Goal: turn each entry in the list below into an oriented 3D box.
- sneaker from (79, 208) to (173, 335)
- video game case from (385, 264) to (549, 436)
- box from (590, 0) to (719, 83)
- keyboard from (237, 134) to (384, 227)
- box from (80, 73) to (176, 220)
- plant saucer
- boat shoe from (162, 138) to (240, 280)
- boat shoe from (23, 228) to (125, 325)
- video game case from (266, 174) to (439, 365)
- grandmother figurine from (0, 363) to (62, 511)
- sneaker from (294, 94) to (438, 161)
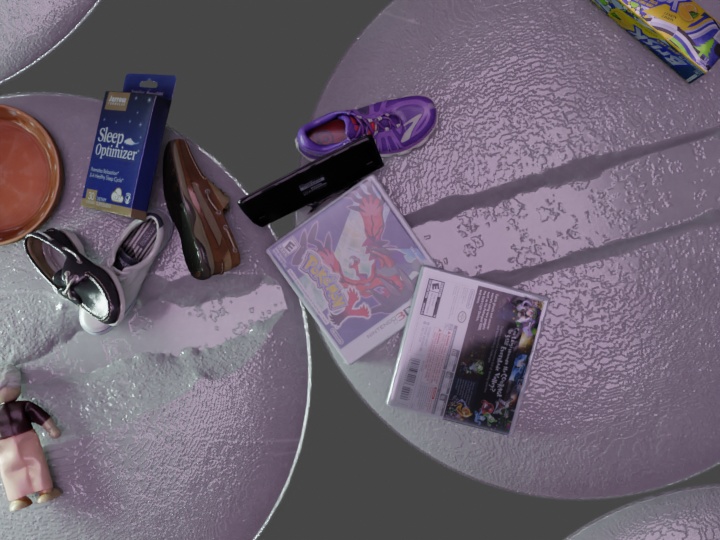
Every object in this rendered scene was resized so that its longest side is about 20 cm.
[{"bbox_3d":[-0.333,-0.001,1.163,0.073,0.071,0.200,30,91,2],"label":"sneaker"},{"bbox_3d":[0.146,0.110,1.154,0.181,0.023,0.200,14,93,-2],"label":"video game case"},{"bbox_3d":[0.399,-0.345,1.133,0.200,0.070,0.064,41,92,2],"label":"box"},{"bbox_3d":[-0.068,-0.124,1.145,0.200,0.104,0.040,-25,61,2],"label":"keyboard"},{"bbox_3d":[-0.319,-0.175,1.153,0.121,0.032,0.200,12,89,39],"label":"box"},{"bbox_3d":[-0.518,-0.135,1.192,0.200,0.032,0.201,0,89,2],"label":"plant saucer"},{"bbox_3d":[-0.220,-0.085,1.166,0.074,0.076,0.200,-12,79,-30],"label":"boat shoe"},{"bbox_3d":[-0.384,0.007,1.126,0.200,0.060,0.074,44,116,31],"label":"boat shoe"},{"bbox_3d":[0.000,0.000,1.161,0.182,0.023,0.200,-35,96,2],"label":"video game case"},{"bbox_3d":[-0.486,0.230,1.179,0.121,0.061,0.200,-12,86,-25],"label":"grandmother figurine"},{"bbox_3d":[0.009,-0.190,1.144,0.200,0.083,0.081,-16,89,2],"label":"sneaker"}]
